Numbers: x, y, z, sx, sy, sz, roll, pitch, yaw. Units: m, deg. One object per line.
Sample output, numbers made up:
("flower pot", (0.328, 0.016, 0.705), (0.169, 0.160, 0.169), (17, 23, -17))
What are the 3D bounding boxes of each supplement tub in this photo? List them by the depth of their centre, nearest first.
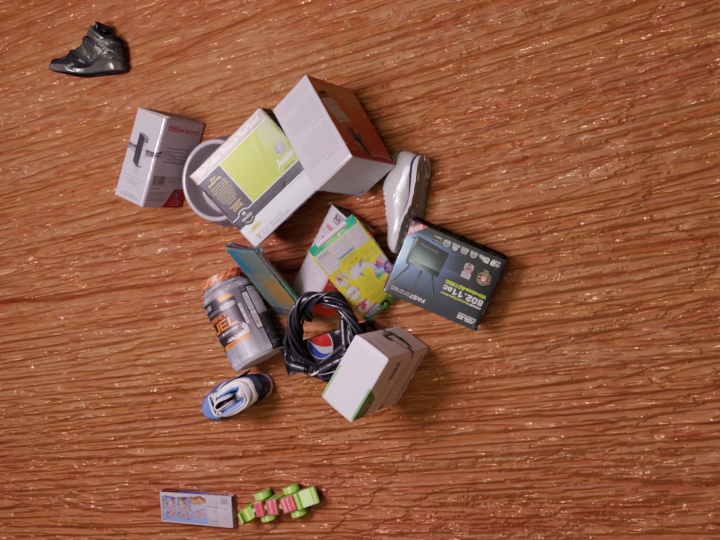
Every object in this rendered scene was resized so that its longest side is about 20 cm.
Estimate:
("supplement tub", (-0.257, 0.102, 1.754), (0.122, 0.122, 0.201), (-31, 81, 22))

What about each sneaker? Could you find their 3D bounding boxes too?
("sneaker", (0.081, -0.135, 1.622), (0.080, 0.076, 0.202), (14, 93, 31))
("sneaker", (-0.297, 0.280, 1.770), (0.199, 0.146, 0.081), (-25, 84, 23))
("sneaker", (-0.634, -0.511, 1.908), (0.198, 0.076, 0.115), (-1, 91, 21))

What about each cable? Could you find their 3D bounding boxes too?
("cable", (-0.072, 0.132, 1.618), (0.162, 0.051, 0.201), (28, 116, 16))

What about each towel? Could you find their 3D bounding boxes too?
("towel", (-0.187, 0.023, 1.682), (0.146, 0.022, 0.200), (10, 142, 54))

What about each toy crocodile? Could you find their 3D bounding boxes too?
("toy crocodile", (-0.177, 0.508, 1.779), (0.199, 0.062, 0.068), (-17, 87, 23))

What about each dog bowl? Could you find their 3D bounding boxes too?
("dog bowl", (-0.302, -0.196, 1.789), (0.198, 0.059, 0.202), (2, 94, 25))

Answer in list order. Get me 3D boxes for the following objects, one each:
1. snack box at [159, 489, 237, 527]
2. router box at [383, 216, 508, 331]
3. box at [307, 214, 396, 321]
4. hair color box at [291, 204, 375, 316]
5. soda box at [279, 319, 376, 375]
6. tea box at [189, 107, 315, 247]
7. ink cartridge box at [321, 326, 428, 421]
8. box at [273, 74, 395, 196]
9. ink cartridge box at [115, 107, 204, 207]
("snack box", (-0.375, 0.548, 1.890), (0.198, 0.024, 0.073), (-3, 93, 24))
("router box", (0.161, 0.005, 1.565), (0.199, 0.062, 0.151), (23, 104, 3))
("box", (0.000, 0.000, 1.611), (0.117, 0.048, 0.200), (-38, 120, 0))
("hair color box", (-0.057, -0.020, 1.670), (0.101, 0.061, 0.201), (44, 113, 45))
("soda box", (-0.063, 0.160, 1.699), (0.199, 0.071, 0.064), (-19, 87, 24))
("tea box", (-0.198, -0.191, 1.658), (0.200, 0.134, 0.197), (-41, 96, 9))
("ink cartridge box", (0.032, 0.196, 1.591), (0.084, 0.200, 0.147), (35, 106, 21))
("box", (-0.050, -0.259, 1.599), (0.106, 0.152, 0.201), (-40, 68, 28))
("ink cartridge box", (-0.438, -0.246, 1.798), (0.083, 0.144, 0.201), (24, 103, 20))
